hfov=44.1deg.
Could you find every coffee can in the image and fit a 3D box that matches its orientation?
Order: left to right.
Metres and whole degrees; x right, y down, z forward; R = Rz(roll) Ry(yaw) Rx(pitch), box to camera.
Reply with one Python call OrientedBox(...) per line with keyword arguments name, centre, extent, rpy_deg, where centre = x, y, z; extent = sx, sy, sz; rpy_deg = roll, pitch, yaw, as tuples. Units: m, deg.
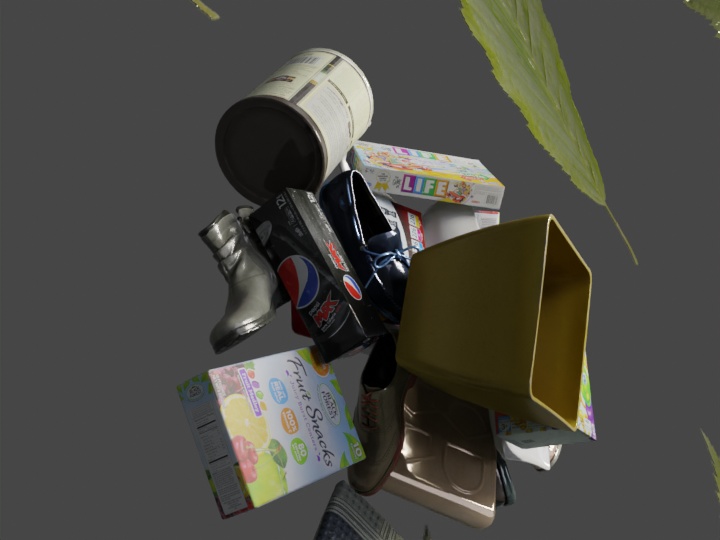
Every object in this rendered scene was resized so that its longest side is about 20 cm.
OrientedBox(name="coffee can", centre=(-0.080, -0.188, 1.155), extent=(0.147, 0.146, 0.200), rpy_deg=(53, 33, -14))

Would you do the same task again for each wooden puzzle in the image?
OrientedBox(name="wooden puzzle", centre=(0.094, 0.220, 1.165), extent=(0.184, 0.046, 0.201), rpy_deg=(26, 48, -14))

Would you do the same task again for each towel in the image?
OrientedBox(name="towel", centre=(0.009, 0.367, 0.995), extent=(0.200, 0.034, 0.193), rpy_deg=(49, 32, -17))

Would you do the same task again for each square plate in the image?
OrientedBox(name="square plate", centre=(0.216, 0.172, 1.245), extent=(0.198, 0.028, 0.201), rpy_deg=(30, 52, -57))

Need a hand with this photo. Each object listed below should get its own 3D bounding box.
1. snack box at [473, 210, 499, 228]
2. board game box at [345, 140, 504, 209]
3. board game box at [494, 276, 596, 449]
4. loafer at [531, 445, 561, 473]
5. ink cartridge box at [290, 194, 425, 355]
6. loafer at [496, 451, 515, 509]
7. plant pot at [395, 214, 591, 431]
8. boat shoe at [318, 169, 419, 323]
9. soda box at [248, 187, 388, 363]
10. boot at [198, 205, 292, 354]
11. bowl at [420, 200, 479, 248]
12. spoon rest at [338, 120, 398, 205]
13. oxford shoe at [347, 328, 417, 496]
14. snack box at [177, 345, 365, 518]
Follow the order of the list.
OrientedBox(name="snack box", centre=(0.174, 0.019, 1.331), extent=(0.142, 0.053, 0.202), rpy_deg=(42, 52, -83))
OrientedBox(name="board game box", centre=(0.087, -0.136, 1.245), extent=(0.198, 0.034, 0.135), rpy_deg=(7, 21, -13))
OrientedBox(name="board game box", centre=(0.233, 0.119, 1.155), extent=(0.105, 0.102, 0.201), rpy_deg=(33, 50, -55))
OrientedBox(name="loafer", centre=(0.287, 0.246, 1.450), extent=(0.063, 0.072, 0.200), rpy_deg=(37, 30, -8))
OrientedBox(name="ink cartridge box", centre=(0.000, 0.000, 1.158), extent=(0.175, 0.084, 0.201), rpy_deg=(17, 51, -31))
OrientedBox(name="loafer", centre=(0.158, 0.242, 1.261), extent=(0.072, 0.062, 0.201), rpy_deg=(110, -39, -72))
OrientedBox(name="plant pot", centre=(0.153, 0.064, 1.039), extent=(0.200, 0.175, 0.201), rpy_deg=(36, 59, -56))
OrientedBox(name="boat shoe", centre=(0.016, -0.030, 1.079), extent=(0.084, 0.069, 0.201), rpy_deg=(-31, 85, -46))
OrientedBox(name="soda box", centre=(-0.049, 0.005, 1.039), extent=(0.201, 0.063, 0.071), rpy_deg=(61, 22, 12))
OrientedBox(name="boot", centre=(-0.146, 0.005, 1.007), extent=(0.131, 0.068, 0.200), rpy_deg=(55, 25, -7))
OrientedBox(name="bowl", centre=(0.109, 0.015, 1.264), extent=(0.074, 0.200, 0.201), rpy_deg=(3, 50, -11))
OrientedBox(name="spoon rest", centre=(0.013, -0.121, 1.338), extent=(0.099, 0.060, 0.201), rpy_deg=(-29, 105, -57))
OrientedBox(name="oxford shoe", centre=(0.015, 0.164, 1.055), extent=(0.075, 0.070, 0.201), rpy_deg=(33, 67, -58))
OrientedBox(name="snack box", centre=(-0.090, 0.165, 0.957), extent=(0.200, 0.053, 0.143), rpy_deg=(-6, 73, -57))
